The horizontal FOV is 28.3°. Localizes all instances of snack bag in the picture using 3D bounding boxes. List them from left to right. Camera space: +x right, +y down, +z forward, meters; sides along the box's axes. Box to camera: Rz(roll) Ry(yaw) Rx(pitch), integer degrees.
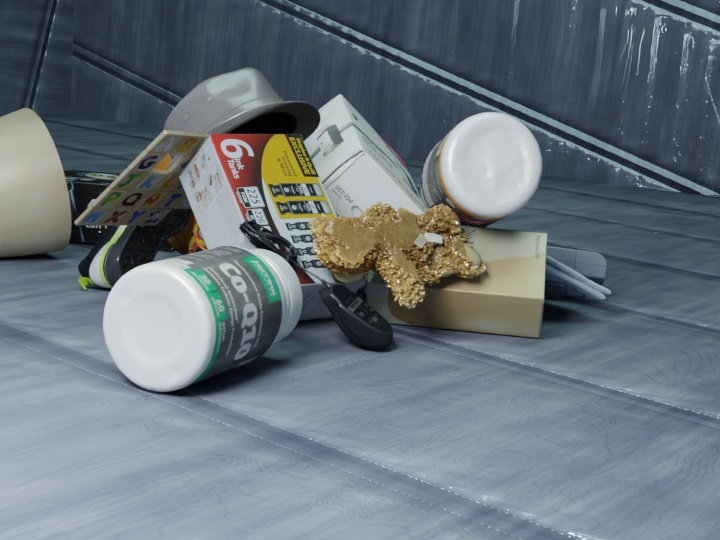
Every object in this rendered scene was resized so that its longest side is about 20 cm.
[{"bbox_3d":[0.184,-0.010,1.766,0.187,0.022,0.199,26,-10,-24],"label":"snack bag"}]

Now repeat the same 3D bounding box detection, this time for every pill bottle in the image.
[{"bbox_3d":[-0.138,0.038,1.311,0.112,0.115,0.200,8,11,23],"label":"pill bottle"},{"bbox_3d":[0.131,-0.108,1.637,0.115,0.118,0.200,3,-5,-7],"label":"pill bottle"}]

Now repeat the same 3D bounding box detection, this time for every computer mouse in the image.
[{"bbox_3d":[-0.049,0.018,1.478,0.199,0.034,0.059,39,18,5],"label":"computer mouse"}]

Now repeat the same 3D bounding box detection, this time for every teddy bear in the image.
[{"bbox_3d":[0.039,-0.020,1.535,0.199,0.067,0.145,-20,62,-38],"label":"teddy bear"}]

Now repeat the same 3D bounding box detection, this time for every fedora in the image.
[{"bbox_3d":[-0.154,-0.171,1.681,0.199,0.091,0.177,-36,-17,16],"label":"fedora"}]

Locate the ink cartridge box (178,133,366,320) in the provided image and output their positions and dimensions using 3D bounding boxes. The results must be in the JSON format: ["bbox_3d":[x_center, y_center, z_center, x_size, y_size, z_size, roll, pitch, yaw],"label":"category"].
[{"bbox_3d":[-0.082,-0.049,1.589,0.174,0.201,0.084,-5,-30,-40],"label":"ink cartridge box"}]

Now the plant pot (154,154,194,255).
[{"bbox_3d":[-0.158,-0.080,1.844,0.198,0.202,0.183,-1,27,-29],"label":"plant pot"}]

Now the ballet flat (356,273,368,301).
[{"bbox_3d":[0.000,0.000,1.745,0.071,0.073,0.200,-2,11,-33],"label":"ballet flat"}]

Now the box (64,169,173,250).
[{"bbox_3d":[-0.350,-0.090,2.058,0.197,0.087,0.164,5,9,3],"label":"box"}]

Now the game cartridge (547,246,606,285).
[{"bbox_3d":[0.228,-0.009,1.905,0.197,0.042,0.133,6,-12,8],"label":"game cartridge"}]

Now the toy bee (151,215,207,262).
[{"bbox_3d":[-0.156,-0.032,1.679,0.199,0.110,0.131,16,-43,-37],"label":"toy bee"}]

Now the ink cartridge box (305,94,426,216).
[{"bbox_3d":[0.003,-0.121,1.838,0.146,0.085,0.201,44,14,-26],"label":"ink cartridge box"}]

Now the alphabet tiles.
[{"bbox_3d":[-0.206,-0.101,1.622,0.167,0.008,0.199,-41,-20,28],"label":"alphabet tiles"}]

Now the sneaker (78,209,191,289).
[{"bbox_3d":[-0.278,-0.051,1.717,0.082,0.072,0.201,-5,34,31],"label":"sneaker"}]

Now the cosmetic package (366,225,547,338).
[{"bbox_3d":[0.109,0.007,1.609,0.197,0.071,0.106,4,49,4],"label":"cosmetic package"}]

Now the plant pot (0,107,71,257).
[{"bbox_3d":[-0.494,-0.091,1.800,0.198,0.190,0.187,-17,19,-28],"label":"plant pot"}]
